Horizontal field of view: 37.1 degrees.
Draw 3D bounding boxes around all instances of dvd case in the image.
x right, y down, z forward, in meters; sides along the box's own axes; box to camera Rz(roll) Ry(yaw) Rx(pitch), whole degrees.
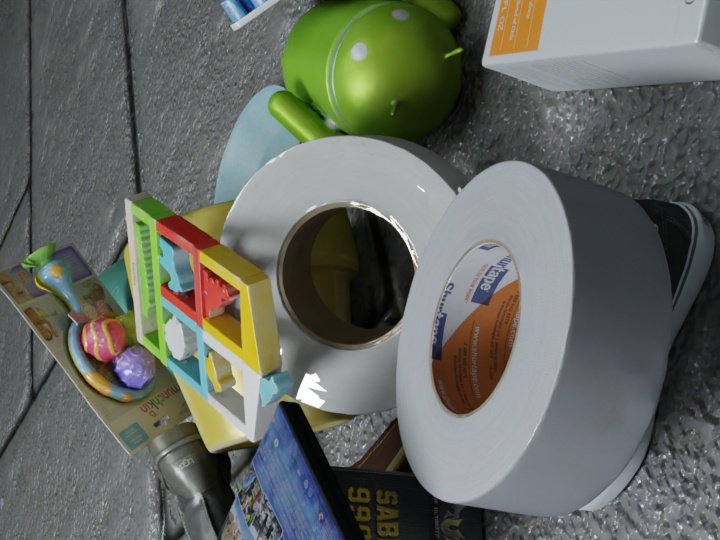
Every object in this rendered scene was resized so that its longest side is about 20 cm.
[{"bbox_3d":[-0.059,0.204,0.674,0.200,0.018,0.143,-65,33,22],"label":"dvd case"}]

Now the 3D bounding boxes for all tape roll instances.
[{"bbox_3d":[0.093,0.040,0.630,0.200,0.066,0.201,-166,90,-70],"label":"tape roll"},{"bbox_3d":[0.000,0.000,0.787,0.071,0.202,0.203,-23,-47,-73],"label":"tape roll"}]

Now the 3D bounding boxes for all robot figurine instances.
[{"bbox_3d":[0.008,-0.168,0.904,0.176,0.116,0.200,-47,30,-8],"label":"robot figurine"}]

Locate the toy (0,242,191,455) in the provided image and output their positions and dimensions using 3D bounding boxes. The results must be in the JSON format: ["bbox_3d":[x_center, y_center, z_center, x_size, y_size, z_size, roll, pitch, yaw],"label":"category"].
[{"bbox_3d":[-0.223,0.056,0.954,0.200,0.115,0.047,48,117,5],"label":"toy"}]

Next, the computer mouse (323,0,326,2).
[{"bbox_3d":[0.020,-0.295,0.955,0.140,0.046,0.200,-32,9,1],"label":"computer mouse"}]

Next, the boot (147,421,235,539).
[{"bbox_3d":[-0.116,0.245,0.947,0.200,0.072,0.182,56,176,20],"label":"boot"}]

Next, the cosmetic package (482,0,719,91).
[{"bbox_3d":[0.170,-0.174,0.678,0.200,0.071,0.102,10,89,59],"label":"cosmetic package"}]

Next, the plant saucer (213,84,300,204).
[{"bbox_3d":[-0.098,-0.093,1.135,0.201,0.039,0.202,-27,58,53],"label":"plant saucer"}]

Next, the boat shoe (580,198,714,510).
[{"bbox_3d":[0.148,0.050,0.650,0.069,0.057,0.200,35,110,58],"label":"boat shoe"}]

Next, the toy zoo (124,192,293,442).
[{"bbox_3d":[-0.111,0.037,0.783,0.200,0.020,0.132,31,130,43],"label":"toy zoo"}]

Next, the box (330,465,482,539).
[{"bbox_3d":[0.009,0.238,0.721,0.048,0.158,0.201,-29,56,54],"label":"box"}]

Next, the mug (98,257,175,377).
[{"bbox_3d":[-0.192,0.040,1.084,0.114,0.152,0.186,-1,97,56],"label":"mug"}]

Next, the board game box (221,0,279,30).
[{"bbox_3d":[-0.027,-0.296,0.936,0.200,0.026,0.200,-32,21,15],"label":"board game box"}]

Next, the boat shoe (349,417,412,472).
[{"bbox_3d":[-0.027,0.189,0.826,0.068,0.072,0.200,39,92,18],"label":"boat shoe"}]

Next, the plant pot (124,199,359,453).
[{"bbox_3d":[-0.089,0.053,0.937,0.201,0.200,0.189,-27,73,53],"label":"plant pot"}]
